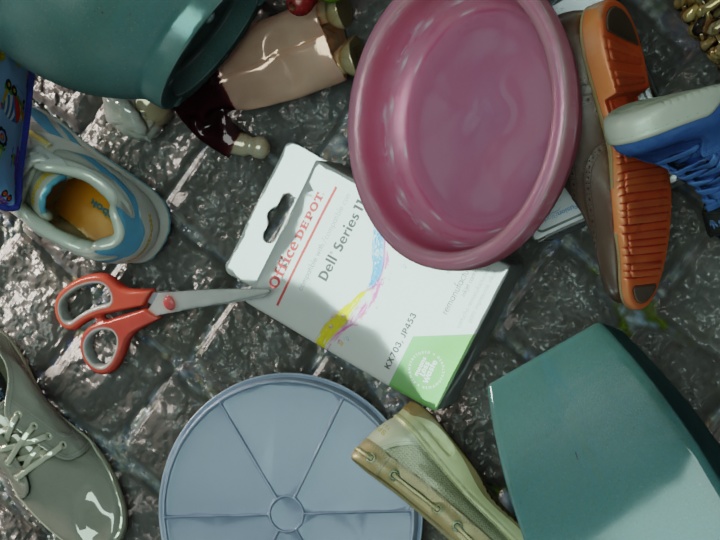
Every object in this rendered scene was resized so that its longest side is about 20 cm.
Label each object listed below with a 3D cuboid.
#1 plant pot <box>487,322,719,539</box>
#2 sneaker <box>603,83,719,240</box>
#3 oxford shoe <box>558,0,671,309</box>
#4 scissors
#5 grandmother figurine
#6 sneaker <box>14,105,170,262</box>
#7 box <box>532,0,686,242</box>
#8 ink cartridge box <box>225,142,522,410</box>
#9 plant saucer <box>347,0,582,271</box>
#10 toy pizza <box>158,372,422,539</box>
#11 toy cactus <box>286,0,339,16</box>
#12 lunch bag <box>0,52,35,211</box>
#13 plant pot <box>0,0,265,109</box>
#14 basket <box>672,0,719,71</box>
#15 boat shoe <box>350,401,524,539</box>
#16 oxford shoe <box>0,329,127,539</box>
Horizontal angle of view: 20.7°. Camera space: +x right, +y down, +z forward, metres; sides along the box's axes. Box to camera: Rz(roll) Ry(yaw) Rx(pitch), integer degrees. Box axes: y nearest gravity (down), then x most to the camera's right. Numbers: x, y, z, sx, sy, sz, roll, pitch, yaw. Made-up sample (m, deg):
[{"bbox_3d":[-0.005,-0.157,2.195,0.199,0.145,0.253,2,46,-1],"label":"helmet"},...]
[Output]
[{"bbox_3d":[0.177,0.145,1.322,0.140,0.141,0.201,-30,76,12],"label":"plant pot"},{"bbox_3d":[0.236,-0.064,1.278,0.076,0.199,0.113,-9,93,41],"label":"sneaker"},{"bbox_3d":[0.156,-0.072,1.303,0.072,0.071,0.202,-10,84,34],"label":"oxford shoe"},{"bbox_3d":[-0.148,0.018,1.424,0.199,0.014,0.074,-25,87,38],"label":"scissors"},{"bbox_3d":[-0.095,-0.138,1.427,0.198,0.061,0.123,-14,91,17],"label":"grandmother figurine"},{"bbox_3d":[-0.236,-0.071,1.442,0.199,0.081,0.077,26,98,14],"label":"sneaker"},{"bbox_3d":[0.138,-0.132,1.364,0.116,0.060,0.202,-24,84,13],"label":"box"},{"bbox_3d":[0.000,0.000,1.396,0.199,0.067,0.118,29,98,12],"label":"ink cartridge box"},{"bbox_3d":[0.074,-0.100,1.301,0.199,0.050,0.203,-5,83,47],"label":"plant saucer"},{"bbox_3d":[-0.050,0.175,1.429,0.198,0.032,0.203,0,89,14],"label":"toy pizza"},{"bbox_3d":[-0.017,-0.287,1.367,0.102,0.164,0.202,-10,97,55],"label":"toy cactus"},{"bbox_3d":[-0.286,-0.163,1.370,0.093,0.151,0.202,0,64,27],"label":"lunch bag"},{"bbox_3d":[-0.145,-0.194,1.327,0.134,0.200,0.201,38,99,7],"label":"plant pot"},{"bbox_3d":[0.251,-0.223,1.262,0.142,0.200,0.150,-34,82,13],"label":"basket"},{"bbox_3d":[0.076,0.186,1.363,0.063,0.073,0.201,-37,89,-9],"label":"boat shoe"},{"bbox_3d":[-0.247,0.128,1.466,0.075,0.058,0.201,-37,84,9],"label":"oxford shoe"}]
